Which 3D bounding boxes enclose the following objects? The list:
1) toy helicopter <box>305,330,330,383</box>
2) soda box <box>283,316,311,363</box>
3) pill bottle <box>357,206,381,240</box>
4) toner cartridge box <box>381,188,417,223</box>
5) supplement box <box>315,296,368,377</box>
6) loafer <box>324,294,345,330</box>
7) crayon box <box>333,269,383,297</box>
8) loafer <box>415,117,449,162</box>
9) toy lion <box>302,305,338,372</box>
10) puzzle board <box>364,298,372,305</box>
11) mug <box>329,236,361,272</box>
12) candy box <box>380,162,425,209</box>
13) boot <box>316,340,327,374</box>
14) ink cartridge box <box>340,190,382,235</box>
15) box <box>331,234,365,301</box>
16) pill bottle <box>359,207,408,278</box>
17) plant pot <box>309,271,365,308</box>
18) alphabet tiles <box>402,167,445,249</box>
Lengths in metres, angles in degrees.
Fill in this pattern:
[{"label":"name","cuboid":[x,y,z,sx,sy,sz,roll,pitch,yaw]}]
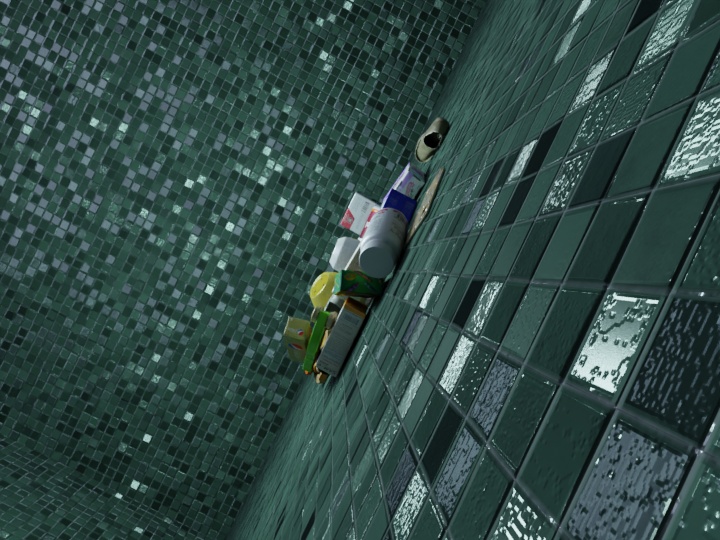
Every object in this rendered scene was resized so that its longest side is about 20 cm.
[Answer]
[{"label":"toy helicopter","cuboid":[-0.129,0.301,1.910,0.132,0.077,0.204,-136,56,-62]},{"label":"soda box","cuboid":[-0.189,0.219,1.692,0.201,0.066,0.065,91,-168,-59]},{"label":"pill bottle","cuboid":[0.057,-0.131,2.086,0.113,0.111,0.203,168,128,-86]},{"label":"toner cartridge box","cuboid":[0.098,-0.149,1.665,0.202,0.094,0.043,-65,4,-33]},{"label":"supplement box","cuboid":[-0.052,0.190,1.590,0.203,0.072,0.126,-64,0,9]},{"label":"loafer","cuboid":[-0.069,0.106,1.780,0.202,0.069,0.070,-60,-2,0]},{"label":"crayon box","cuboid":[-0.009,0.040,1.547,0.200,0.116,0.060,144,131,-81]},{"label":"loafer","cuboid":[0.238,-0.445,1.909,0.068,0.075,0.201,-57,-2,-37]},{"label":"toy lion","cuboid":[-0.129,0.207,1.626,0.200,0.067,0.195,82,-153,-86]},{"label":"puzzle board","cuboid":[0.058,0.019,1.699,0.201,0.017,0.152,118,176,-49]},{"label":"mug","cuboid":[-0.022,-0.038,1.861,0.187,0.151,0.152,164,128,-85]},{"label":"candy box","cuboid":[0.145,-0.269,1.872,0.169,0.071,0.200,-53,6,19]},{"label":"boot","cuboid":[-0.065,0.209,1.719,0.199,0.072,0.164,-60,-2,-46]},{"label":"ink cartridge box","cuboid":[0.040,-0.208,2.204,0.148,0.197,0.083,-61,0,16]},{"label":"box","cuboid":[0.000,0.000,1.701,0.202,0.094,0.078,-57,4,11]},{"label":"pill bottle","cuboid":[0.062,-0.075,1.485,0.114,0.112,0.201,-61,4,36]},{"label":"plant pot","cuboid":[-0.092,0.088,1.894,0.199,0.141,0.202,-41,28,27]},{"label":"alphabet tiles","cuboid":[0.170,-0.172,1.439,0.202,0.007,0.168,-66,3,-34]}]
